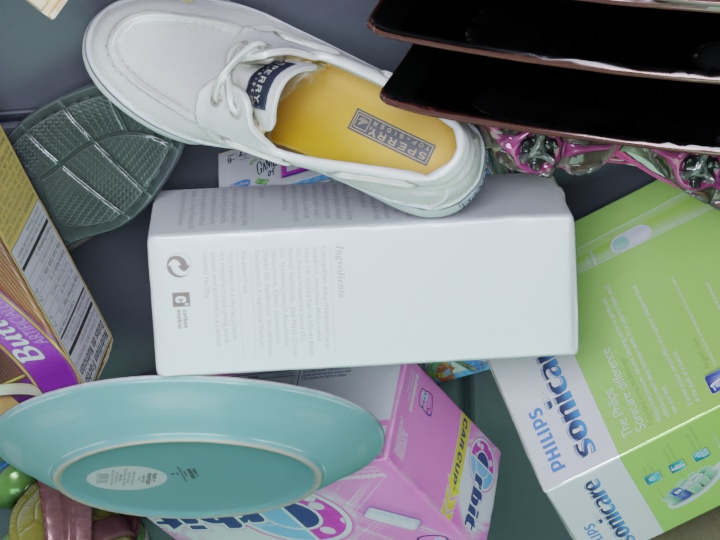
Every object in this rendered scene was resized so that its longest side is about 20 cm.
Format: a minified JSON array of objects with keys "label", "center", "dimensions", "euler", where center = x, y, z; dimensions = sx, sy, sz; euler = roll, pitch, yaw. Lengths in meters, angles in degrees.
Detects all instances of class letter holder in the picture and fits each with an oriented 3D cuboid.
[{"label":"letter holder","center":[0.104,-0.103,1.109],"dimensions":[0.199,0.142,0.101],"euler":[8,119,13]}]

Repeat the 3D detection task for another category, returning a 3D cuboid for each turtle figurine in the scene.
[{"label":"turtle figurine","center":[-0.163,0.210,1.530],"dimensions":[0.200,0.194,0.144],"euler":[-52,154,18]}]

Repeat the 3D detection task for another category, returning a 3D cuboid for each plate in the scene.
[{"label":"plate","center":[-0.087,0.095,1.319],"dimensions":[0.199,0.026,0.200],"euler":[-1,159,-1]}]

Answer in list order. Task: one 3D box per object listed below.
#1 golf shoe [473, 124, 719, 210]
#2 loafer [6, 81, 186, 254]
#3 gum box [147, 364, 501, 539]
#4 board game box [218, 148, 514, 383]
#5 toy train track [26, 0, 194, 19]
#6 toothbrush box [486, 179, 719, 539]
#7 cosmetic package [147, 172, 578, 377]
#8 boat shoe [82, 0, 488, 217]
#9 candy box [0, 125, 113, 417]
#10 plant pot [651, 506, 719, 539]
[{"label":"golf shoe","center":[0.142,-0.080,1.267],"dimensions":[0.199,0.092,0.073],"euler":[11,111,-16]},{"label":"loafer","center":[-0.151,-0.043,1.312],"dimensions":[0.072,0.063,0.200],"euler":[45,123,-8]},{"label":"gum box","center":[-0.038,0.109,1.466],"dimensions":[0.199,0.066,0.114],"euler":[-6,146,31]},{"label":"board game box","center":[0.026,-0.010,1.379],"dimensions":[0.134,0.034,0.200],"euler":[-15,141,15]},{"label":"toy train track","center":[-0.136,-0.183,1.087],"dimensions":[0.200,0.115,0.033],"euler":[38,155,-19]},{"label":"toothbrush box","center":[0.170,0.033,1.327],"dimensions":[0.200,0.146,0.086],"euler":[-27,140,5]},{"label":"cosmetic package","center":[0.000,0.000,1.263],"dimensions":[0.199,0.101,0.072],"euler":[-3,104,-1]},{"label":"boat shoe","center":[-0.038,-0.080,1.194],"dimensions":[0.200,0.071,0.070],"euler":[24,174,11]},{"label":"candy box","center":[-0.216,-0.017,1.268],"dimensions":[0.116,0.057,0.200],"euler":[-13,120,20]},{"label":"plant pot","center":[0.268,0.167,1.539],"dimensions":[0.199,0.188,0.187],"euler":[-5,145,23]}]
